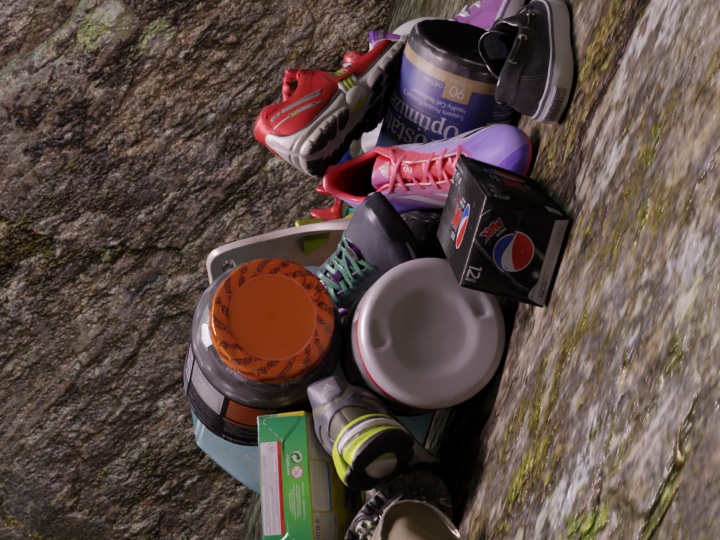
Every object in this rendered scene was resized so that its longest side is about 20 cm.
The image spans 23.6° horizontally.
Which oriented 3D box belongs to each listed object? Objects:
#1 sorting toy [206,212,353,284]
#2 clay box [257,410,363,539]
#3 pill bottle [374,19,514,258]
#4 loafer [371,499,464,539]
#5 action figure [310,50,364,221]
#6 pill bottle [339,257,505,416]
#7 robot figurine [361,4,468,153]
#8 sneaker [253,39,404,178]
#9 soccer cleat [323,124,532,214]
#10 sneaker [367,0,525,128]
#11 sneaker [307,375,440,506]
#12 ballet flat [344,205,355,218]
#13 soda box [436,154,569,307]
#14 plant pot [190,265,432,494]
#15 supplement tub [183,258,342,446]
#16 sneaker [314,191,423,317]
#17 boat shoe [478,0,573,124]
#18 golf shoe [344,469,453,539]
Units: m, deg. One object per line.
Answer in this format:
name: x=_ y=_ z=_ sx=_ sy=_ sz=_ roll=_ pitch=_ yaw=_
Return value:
sorting toy: x=-0.071 y=0.025 z=1.731 sx=0.107 sy=0.179 sz=0.201 roll=-133 pitch=44 yaw=-53
clay box: x=-0.024 y=0.180 z=1.411 sx=0.200 sy=0.047 sz=0.116 roll=25 pitch=-121 yaw=-69
pill bottle: x=0.072 y=-0.115 z=1.555 sx=0.112 sy=0.111 sz=0.201 roll=-86 pitch=12 yaw=-65
loafer: x=0.052 y=0.206 z=1.122 sx=0.200 sy=0.075 sz=0.069 roll=-106 pitch=31 yaw=-62
action figure: x=-0.020 y=-0.141 z=1.753 sx=0.066 sy=0.051 sz=0.201 roll=-73 pitch=-1 yaw=-48
pill bottle: x=0.042 y=0.059 z=1.377 sx=0.200 sy=0.113 sz=0.114 roll=132 pitch=152 yaw=-80
robot figurine: x=0.068 y=-0.169 z=1.735 sx=0.169 sy=0.113 sz=0.201 roll=-1 pitch=71 yaw=47
sneaker: x=-0.026 y=-0.161 z=1.527 sx=0.200 sy=0.085 sz=0.077 roll=-45 pitch=-23 yaw=-48
soccer cleat: x=0.055 y=-0.082 z=1.438 sx=0.199 sy=0.076 sz=0.067 roll=-8 pitch=79 yaw=47
sneaker: x=0.073 y=-0.219 z=1.632 sx=0.201 sy=0.114 sz=0.073 roll=-56 pitch=2 yaw=-5
sneaker: x=0.008 y=0.132 z=1.341 sx=0.074 sy=0.081 sz=0.200 roll=-33 pitch=-23 yaw=-5
ballet flat: x=0.051 y=-0.041 z=1.751 sx=0.200 sy=0.067 sz=0.067 roll=35 pitch=144 yaw=59
soda box: x=0.101 y=-0.031 z=1.273 sx=0.200 sy=0.063 sz=0.071 roll=-98 pitch=23 yaw=-78
plant pot: x=-0.053 y=0.106 z=1.622 sx=0.197 sy=0.199 sz=0.197 roll=-113 pitch=37 yaw=-65
supplement tub: x=-0.080 y=0.066 z=1.407 sx=0.200 sy=0.122 sz=0.123 roll=117 pitch=167 yaw=-70
sneaker: x=0.000 y=0.000 z=1.464 sx=0.087 sy=0.075 sz=0.200 roll=-34 pitch=-14 yaw=-10
boat shoe: x=0.127 y=-0.174 z=1.377 sx=0.200 sy=0.066 sz=0.070 roll=-85 pitch=11 yaw=-60
golf shoe: x=0.023 y=0.221 z=1.358 sx=0.088 sy=0.077 sz=0.201 roll=-67 pitch=-3 yaw=-56
